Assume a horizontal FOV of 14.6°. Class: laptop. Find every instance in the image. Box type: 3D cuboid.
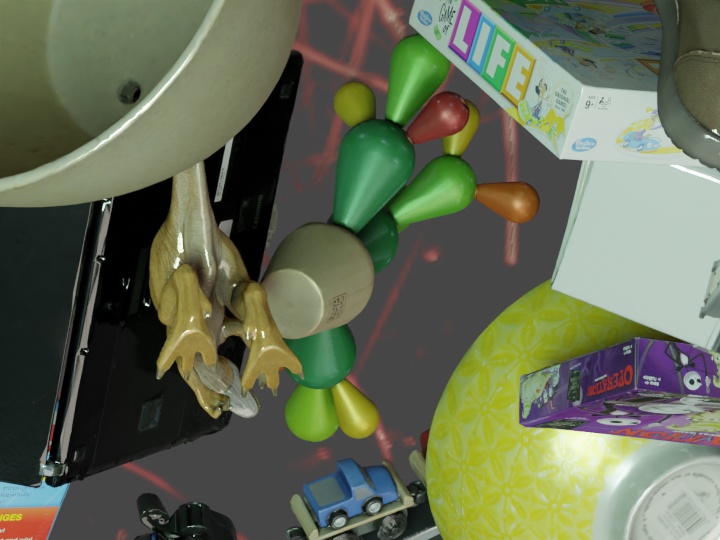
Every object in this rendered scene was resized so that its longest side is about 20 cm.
[{"bbox_3d":[-0.133,-0.012,1.166,0.200,0.103,0.178,-16,124,-55],"label":"laptop"}]

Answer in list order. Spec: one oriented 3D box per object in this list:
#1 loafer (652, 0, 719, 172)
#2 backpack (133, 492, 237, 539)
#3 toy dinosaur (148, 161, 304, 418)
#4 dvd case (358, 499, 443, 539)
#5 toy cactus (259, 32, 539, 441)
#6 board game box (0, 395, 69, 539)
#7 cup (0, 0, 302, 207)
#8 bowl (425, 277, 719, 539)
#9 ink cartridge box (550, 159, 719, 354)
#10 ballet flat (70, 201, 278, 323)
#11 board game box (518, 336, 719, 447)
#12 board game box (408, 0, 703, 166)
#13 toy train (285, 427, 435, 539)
[{"bbox_3d":[0.163,-0.122,1.167,0.073,0.200,0.071,18,130,-16],"label":"loafer"},{"bbox_3d":[-0.093,0.249,1.415,0.154,0.200,0.191,-25,147,2],"label":"backpack"},{"bbox_3d":[-0.067,-0.005,1.124,0.060,0.106,0.201,-12,130,-14],"label":"toy dinosaur"},{"bbox_3d":[0.106,0.147,1.544,0.199,0.025,0.151,-26,139,-6],"label":"dvd case"},{"bbox_3d":[0.000,0.000,1.242,0.200,0.102,0.165,-62,173,22],"label":"toy cactus"},{"bbox_3d":[-0.252,0.137,1.297,0.199,0.056,0.196,0,131,-31],"label":"board game box"},{"bbox_3d":[-0.098,-0.106,1.010,0.200,0.201,0.143,-38,155,10],"label":"cup"},{"bbox_3d":[0.144,0.105,1.415,0.199,0.108,0.201,-10,119,-19],"label":"bowl"},{"bbox_3d":[0.200,-0.014,1.260,0.145,0.199,0.084,-45,154,-64],"label":"ink cartridge box"},{"bbox_3d":[-0.120,-0.001,1.227,0.199,0.072,0.072,-1,132,-31],"label":"ballet flat"},{"bbox_3d":[0.188,0.062,1.304,0.199,0.032,0.120,7,171,-21],"label":"board game box"},{"bbox_3d":[0.139,-0.089,1.233,0.199,0.134,0.034,1,118,-32],"label":"board game box"},{"bbox_3d":[0.053,0.097,1.453,0.199,0.034,0.046,-21,133,-12],"label":"toy train"}]
